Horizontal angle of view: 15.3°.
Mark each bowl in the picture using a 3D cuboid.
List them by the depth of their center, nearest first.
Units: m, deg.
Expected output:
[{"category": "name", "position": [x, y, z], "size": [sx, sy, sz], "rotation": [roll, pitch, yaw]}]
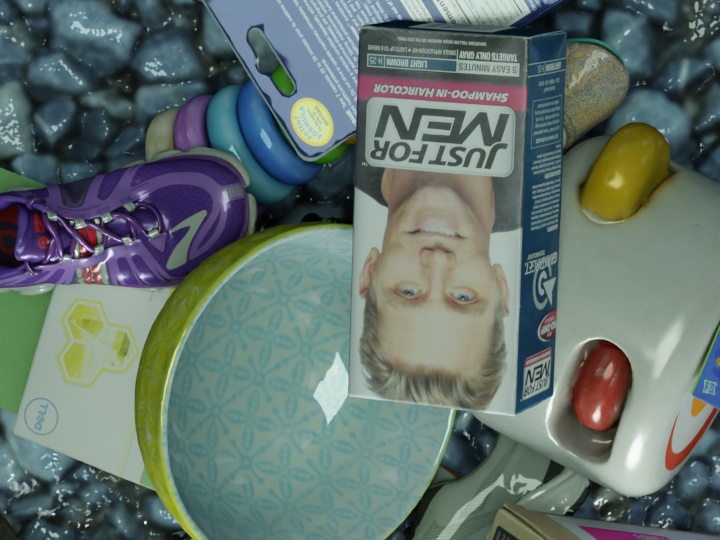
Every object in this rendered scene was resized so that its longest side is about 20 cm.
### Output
[{"category": "bowl", "position": [-0.053, 0.064, 1.507], "size": [0.199, 0.108, 0.201], "rotation": [-8, 104, -34]}]

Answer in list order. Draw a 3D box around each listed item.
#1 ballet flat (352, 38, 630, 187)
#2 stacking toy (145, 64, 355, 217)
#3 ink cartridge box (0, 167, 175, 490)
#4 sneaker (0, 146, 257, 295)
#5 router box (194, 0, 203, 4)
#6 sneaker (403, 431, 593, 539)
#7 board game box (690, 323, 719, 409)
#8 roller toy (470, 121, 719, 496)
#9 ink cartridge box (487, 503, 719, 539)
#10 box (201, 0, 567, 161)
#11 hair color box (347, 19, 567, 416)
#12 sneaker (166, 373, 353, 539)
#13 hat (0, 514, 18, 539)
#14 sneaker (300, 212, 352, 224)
[{"category": "ballet flat", "position": [0.071, -0.074, 1.531], "size": [0.068, 0.067, 0.200], "rotation": [42, 142, -25]}, {"category": "stacking toy", "position": [-0.025, -0.092, 1.544], "size": [0.199, 0.085, 0.086], "rotation": [-26, 97, 27]}, {"category": "ink cartridge box", "position": [-0.179, 0.029, 1.597], "size": [0.199, 0.048, 0.146], "rotation": [20, 99, 13]}, {"category": "sneaker", "position": [-0.155, -0.019, 1.518], "size": [0.199, 0.083, 0.081], "rotation": [-11, 91, 17]}, {"category": "router box", "position": [-0.002, -0.204, 1.571], "size": [0.199, 0.051, 0.150], "rotation": [19, 99, -1]}, {"category": "sneaker", "position": [0.049, 0.171, 1.622], "size": [0.200, 0.074, 0.079], "rotation": [-44, 83, 3]}, {"category": "board game box", "position": [0.261, 0.016, 1.514], "size": [0.045, 0.200, 0.135], "rotation": [26, 99, 22]}, {"category": "roller toy", "position": [0.143, 0.022, 1.522], "size": [0.139, 0.200, 0.183], "rotation": [27, 82, 17]}, {"category": "ink cartridge box", "position": [0.149, 0.235, 1.568], "size": [0.199, 0.075, 0.165], "rotation": [11, 103, -36]}, {"category": "box", "position": [0.023, -0.161, 1.467], "size": [0.200, 0.032, 0.121], "rotation": [-32, 92, 8]}, {"category": "hair color box", "position": [0.051, -0.029, 1.424], "size": [0.100, 0.060, 0.201], "rotation": [5, 100, 24]}, {"category": "sneaker", "position": [-0.043, 0.136, 1.621], "size": [0.081, 0.075, 0.200], "rotation": [34, 107, -10]}, {"category": "hat", "position": [-0.161, 0.221, 1.611], "size": [0.081, 0.200, 0.201], "rotation": [-27, 97, -26]}, {"category": "sneaker", "position": [0.000, 0.000, 1.593], "size": [0.199, 0.071, 0.083], "rotation": [-20, 103, 9]}]
